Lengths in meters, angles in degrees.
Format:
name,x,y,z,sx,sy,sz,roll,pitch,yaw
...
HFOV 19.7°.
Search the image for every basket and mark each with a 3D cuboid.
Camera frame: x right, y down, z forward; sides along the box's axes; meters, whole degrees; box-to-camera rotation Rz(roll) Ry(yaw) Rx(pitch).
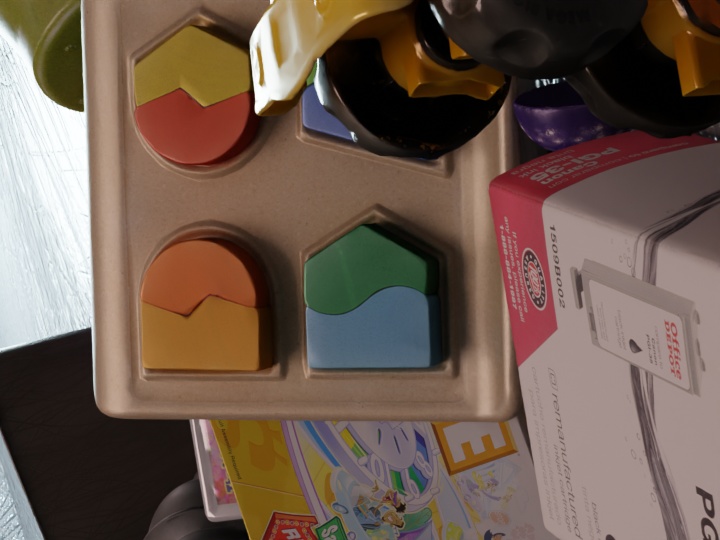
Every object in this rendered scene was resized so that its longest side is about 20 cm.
name,x,y,z,sx,sy,sz,roll,pitch,yaw
basket,-0.089,0.090,1.163,0.136,0.199,0.181,-129,19,-67

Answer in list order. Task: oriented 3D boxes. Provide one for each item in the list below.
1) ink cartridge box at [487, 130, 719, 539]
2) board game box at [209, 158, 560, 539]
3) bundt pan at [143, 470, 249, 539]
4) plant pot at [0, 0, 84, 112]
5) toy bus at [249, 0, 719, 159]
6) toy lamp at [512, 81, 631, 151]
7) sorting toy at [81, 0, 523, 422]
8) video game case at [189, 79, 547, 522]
name,x,y,z,sx,sy,sz,roll,pitch,yaw
ink cartridge box,0.129,0.042,0.698,0.200,0.082,0.148,-152,49,-66
board game box,0.000,0.047,0.877,0.034,0.134,0.201,-7,-103,-68
bundt pan,-0.018,0.147,1.004,0.202,0.200,0.076,-134,43,-55
plant pot,-0.147,-0.197,1.134,0.201,0.199,0.194,107,142,-58
toy bus,0.062,-0.138,0.587,0.136,0.198,0.194,157,104,-71
toy lamp,0.099,0.027,0.823,0.058,0.058,0.202,-151,51,-65
sorting toy,-0.030,-0.031,0.847,0.036,0.198,0.187,-8,-83,-67
video game case,0.000,0.000,0.906,0.024,0.181,0.202,-9,-91,-68
